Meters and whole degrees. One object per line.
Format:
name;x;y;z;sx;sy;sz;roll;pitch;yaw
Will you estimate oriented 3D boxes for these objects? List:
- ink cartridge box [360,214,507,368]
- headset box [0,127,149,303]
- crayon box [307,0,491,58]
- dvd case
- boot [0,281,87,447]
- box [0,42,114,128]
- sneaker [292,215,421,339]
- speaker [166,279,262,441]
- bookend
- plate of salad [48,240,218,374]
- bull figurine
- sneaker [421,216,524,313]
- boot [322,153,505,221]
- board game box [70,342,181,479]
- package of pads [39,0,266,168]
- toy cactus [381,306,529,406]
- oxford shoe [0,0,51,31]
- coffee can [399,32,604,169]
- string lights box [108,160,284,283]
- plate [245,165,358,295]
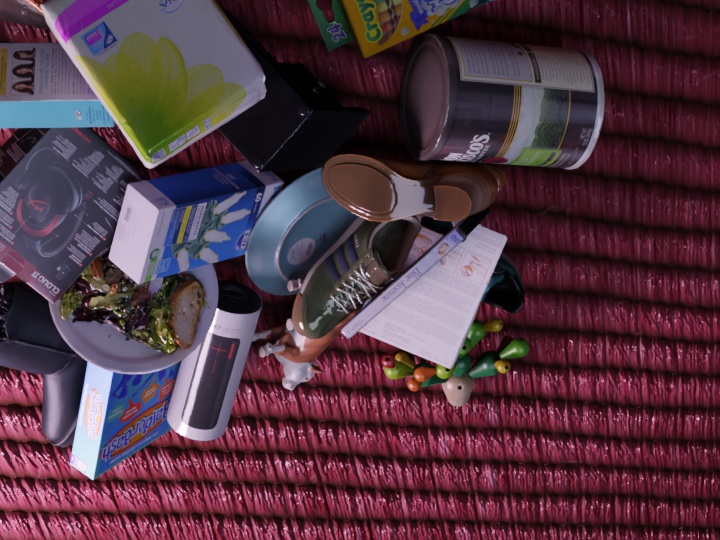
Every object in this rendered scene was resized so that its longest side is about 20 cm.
ink cartridge box;0.081;0.008;1.824;0.161;0.050;0.200;23;111;3
headset box;-0.354;-0.073;1.602;0.200;0.075;0.149;-49;125;-2
crayon box;0.040;-0.325;1.601;0.200;0.052;0.126;-24;129;0
dvd case;0.068;-0.001;1.721;0.200;0.143;0.018;-42;89;22
boot;-0.402;0.116;1.757;0.168;0.076;0.200;17;111;-32
box;-0.362;-0.196;1.516;0.200;0.082;0.049;-1;148;-7
sneaker;0.000;0.000;1.707;0.067;0.090;0.200;43;76;-29
speaker;-0.185;0.112;1.799;0.081;0.081;0.200;6;120;-23
bookend;-0.113;-0.212;1.591;0.092;0.199;0.200;-46;170;17
plate of salad;-0.266;0.022;1.678;0.200;0.201;0.048;-7;167;-14
bull figurine;-0.072;0.077;1.819;0.121;0.065;0.200;1;139;-42
sneaker;0.142;-0.010;1.847;0.200;0.080;0.071;30;112;-30
boot;0.070;-0.112;1.709;0.200;0.155;0.077;6;108;21
board game box;-0.285;0.147;1.789;0.152;0.045;0.200;-32;146;-50
package of pads;-0.206;-0.225;1.452;0.154;0.200;0.068;-34;174;-11
toy cactus;0.128;0.129;1.956;0.200;0.102;0.165;-18;148;-8
oxford shoe;-0.355;-0.291;1.496;0.073;0.071;0.200;-19;146;39
coffee can;0.164;-0.197;1.676;0.200;0.146;0.147;2;124;-20
string lights box;-0.189;-0.061;1.656;0.200;0.059;0.103;-17;137;-47
plate;-0.050;-0.043;1.754;0.200;0.026;0.200;-26;142;-22
